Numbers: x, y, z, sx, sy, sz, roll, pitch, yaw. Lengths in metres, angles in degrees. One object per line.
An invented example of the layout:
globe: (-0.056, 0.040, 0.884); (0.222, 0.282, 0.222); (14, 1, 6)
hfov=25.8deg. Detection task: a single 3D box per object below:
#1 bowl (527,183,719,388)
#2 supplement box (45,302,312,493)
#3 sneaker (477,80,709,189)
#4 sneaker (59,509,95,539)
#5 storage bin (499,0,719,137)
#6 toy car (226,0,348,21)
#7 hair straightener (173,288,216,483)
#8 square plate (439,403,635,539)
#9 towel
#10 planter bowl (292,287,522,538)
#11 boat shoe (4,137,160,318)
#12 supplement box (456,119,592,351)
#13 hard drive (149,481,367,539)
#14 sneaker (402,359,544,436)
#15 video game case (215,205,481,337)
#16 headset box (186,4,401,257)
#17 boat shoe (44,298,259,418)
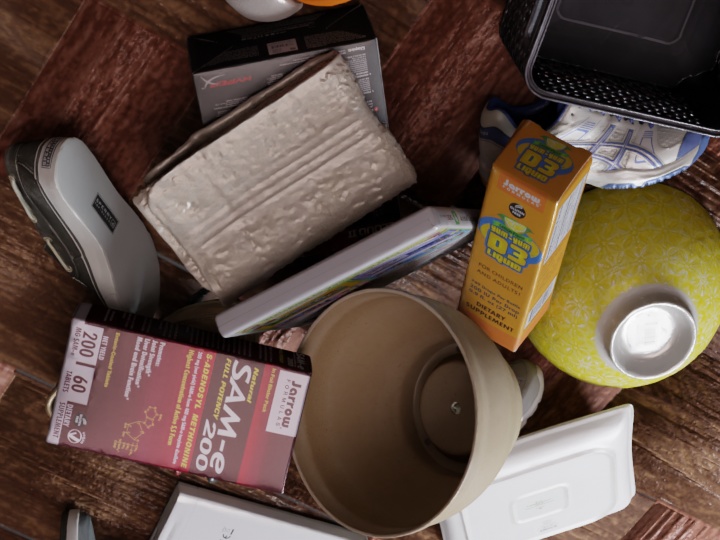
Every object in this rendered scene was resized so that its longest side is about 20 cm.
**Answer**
bowl: (0.243, 0.034, 1.389); (0.198, 0.108, 0.202); (-4, 122, -7)
supplement box: (-0.147, 0.105, 1.288); (0.198, 0.061, 0.110); (13, 100, -7)
sneaker: (0.196, -0.118, 1.309); (0.198, 0.075, 0.089); (-12, 122, -4)
sneaker: (-0.211, 0.314, 1.462); (0.120, 0.084, 0.202); (-9, 93, -5)
storage bin: (0.226, -0.201, 1.254); (0.198, 0.094, 0.136); (10, 118, -16)
toy car: (-0.064, -0.270, 1.127); (0.199, 0.150, 0.175); (36, 109, -27)
hair straightener: (-0.125, 0.101, 1.397); (0.076, 0.041, 0.202); (13, 114, 15)
square plate: (0.168, 0.210, 1.483); (0.198, 0.029, 0.199); (-18, 145, -1)
towel: (-0.067, -0.069, 1.227); (0.199, 0.035, 0.133); (-31, 121, 8)
planter bowl: (0.053, 0.117, 1.325); (0.134, 0.200, 0.201); (3, 128, -52)
boat shoe: (-0.227, -0.033, 1.297); (0.063, 0.071, 0.201); (2, 136, 27)
supplement box: (0.131, -0.025, 1.285); (0.066, 0.069, 0.201); (29, 142, 17)
hard drive: (-0.108, 0.285, 1.524); (0.198, 0.027, 0.133); (19, 115, -19)
sneaker: (0.072, 0.127, 1.432); (0.199, 0.075, 0.082); (-25, 123, 5)
video game case: (0.000, 0.000, 1.284); (0.199, 0.182, 0.022); (-27, 83, 17)
headset box: (-0.050, -0.098, 1.276); (0.147, 0.077, 0.201); (-12, 123, -3)
boat shoe: (-0.179, 0.083, 1.343); (0.198, 0.065, 0.073); (-21, 96, 17)
